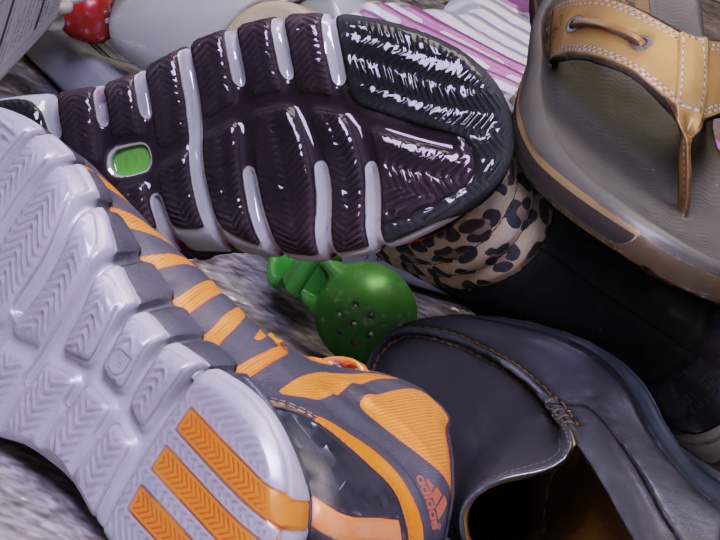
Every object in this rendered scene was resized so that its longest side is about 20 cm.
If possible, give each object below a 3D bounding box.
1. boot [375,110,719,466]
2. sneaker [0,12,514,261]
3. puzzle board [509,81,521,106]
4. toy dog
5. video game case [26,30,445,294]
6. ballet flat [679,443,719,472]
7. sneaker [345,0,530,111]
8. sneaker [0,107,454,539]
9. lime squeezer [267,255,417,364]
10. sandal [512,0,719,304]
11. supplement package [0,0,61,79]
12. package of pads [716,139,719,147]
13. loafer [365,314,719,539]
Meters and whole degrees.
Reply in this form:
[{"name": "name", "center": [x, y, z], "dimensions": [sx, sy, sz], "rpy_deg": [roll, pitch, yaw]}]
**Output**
[{"name": "boot", "center": [0.051, -0.012, 1.041], "dimensions": [0.150, 0.073, 0.200], "rpy_deg": [33, 4, -31]}, {"name": "sneaker", "center": [-0.040, -0.036, 0.978], "dimensions": [0.199, 0.076, 0.115], "rpy_deg": [-5, -4, 14]}, {"name": "puzzle board", "center": [0.145, -0.002, 1.039], "dimensions": [0.200, 0.017, 0.151], "rpy_deg": [39, 10, 10]}, {"name": "toy dog", "center": [-0.065, -0.122, 1.206], "dimensions": [0.199, 0.097, 0.132], "rpy_deg": [24, 2, -5]}, {"name": "video game case", "center": [-0.032, -0.047, 1.262], "dimensions": [0.181, 0.024, 0.200], "rpy_deg": [16, 16, -35]}, {"name": "ballet flat", "center": [0.130, 0.052, 1.097], "dimensions": [0.068, 0.063, 0.200], "rpy_deg": [-5, 29, -18]}, {"name": "sneaker", "center": [0.034, -0.054, 1.169], "dimensions": [0.080, 0.089, 0.200], "rpy_deg": [32, 17, 14]}, {"name": "sneaker", "center": [-0.050, 0.032, 0.865], "dimensions": [0.112, 0.078, 0.200], "rpy_deg": [15, 28, -50]}, {"name": "lime squeezer", "center": [0.000, 0.000, 1.084], "dimensions": [0.070, 0.038, 0.200], "rpy_deg": [-9, 42, -42]}, {"name": "sandal", "center": [0.095, -0.063, 0.964], "dimensions": [0.081, 0.055, 0.200], "rpy_deg": [23, 34, -11]}, {"name": "supplement package", "center": [-0.177, -0.118, 0.874], "dimensions": [0.151, 0.151, 0.200], "rpy_deg": [25, 36, 6]}, {"name": "package of pads", "center": [0.111, -0.044, 1.405], "dimensions": [0.154, 0.069, 0.200], "rpy_deg": [17, 16, -31]}, {"name": "loafer", "center": [0.058, 0.067, 0.905], "dimensions": [0.072, 0.073, 0.200], "rpy_deg": [3, 20, -41]}]
